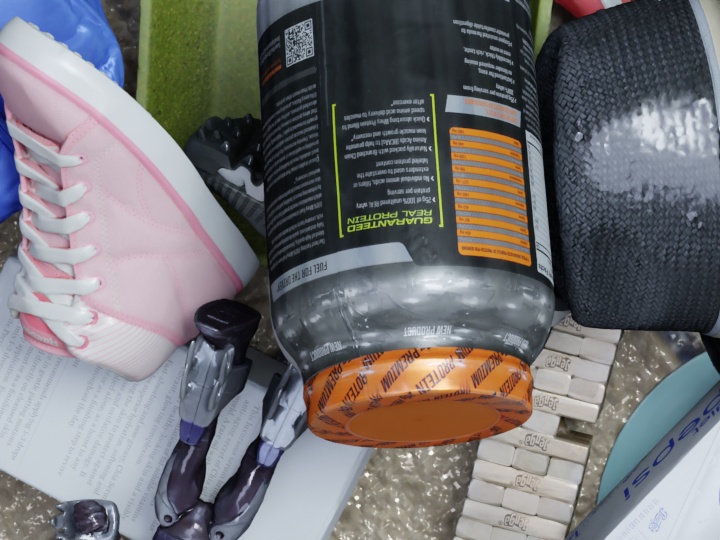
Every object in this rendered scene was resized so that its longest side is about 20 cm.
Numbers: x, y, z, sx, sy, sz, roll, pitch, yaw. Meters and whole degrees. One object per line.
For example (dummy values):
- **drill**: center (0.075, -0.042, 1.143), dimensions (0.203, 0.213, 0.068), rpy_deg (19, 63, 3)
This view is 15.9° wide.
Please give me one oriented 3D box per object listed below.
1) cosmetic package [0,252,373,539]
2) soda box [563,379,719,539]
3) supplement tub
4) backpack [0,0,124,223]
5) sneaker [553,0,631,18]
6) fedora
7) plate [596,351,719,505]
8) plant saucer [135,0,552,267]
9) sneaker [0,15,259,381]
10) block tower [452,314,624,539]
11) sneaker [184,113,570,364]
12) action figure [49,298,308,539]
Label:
- **cosmetic package**: center (-0.099, 0.076, 1.279), dimensions (0.199, 0.071, 0.102), rpy_deg (28, 100, 5)
- **soda box**: center (0.178, 0.087, 1.173), dimensions (0.063, 0.068, 0.200), rpy_deg (43, 98, -4)
- **supplement tub**: center (0.019, -0.032, 1.101), dimensions (0.122, 0.123, 0.201), rpy_deg (-6, 72, 9)
- **backpack**: center (-0.211, -0.084, 1.227), dimensions (0.200, 0.168, 0.163), rpy_deg (-38, 129, 5)
- **sneaker**: center (0.064, -0.169, 1.242), dimensions (0.115, 0.078, 0.201), rpy_deg (-29, 92, 29)
- **fedora**: center (0.123, -0.045, 1.133), dimensions (0.091, 0.201, 0.202), rpy_deg (-7, 95, -5)
- **plate**: center (0.214, 0.130, 1.260), dimensions (0.199, 0.026, 0.201), rpy_deg (1, 96, 9)
- **plant saucer**: center (-0.007, -0.093, 1.230), dimensions (0.199, 0.048, 0.201), rpy_deg (12, 118, 13)
- **sneaker**: center (-0.126, -0.020, 1.162), dimensions (0.105, 0.200, 0.075), rpy_deg (-48, 50, -11)
- **block tower**: center (0.089, 0.075, 1.259), dimensions (0.058, 0.054, 0.201), rpy_deg (14, 97, 8)
- **sneaker**: center (0.000, 0.000, 1.206), dimensions (0.199, 0.067, 0.091), rpy_deg (26, 120, 4)
- **action figure**: center (-0.077, 0.115, 1.211), dimensions (0.130, 0.069, 0.201), rpy_deg (20, 104, -3)
